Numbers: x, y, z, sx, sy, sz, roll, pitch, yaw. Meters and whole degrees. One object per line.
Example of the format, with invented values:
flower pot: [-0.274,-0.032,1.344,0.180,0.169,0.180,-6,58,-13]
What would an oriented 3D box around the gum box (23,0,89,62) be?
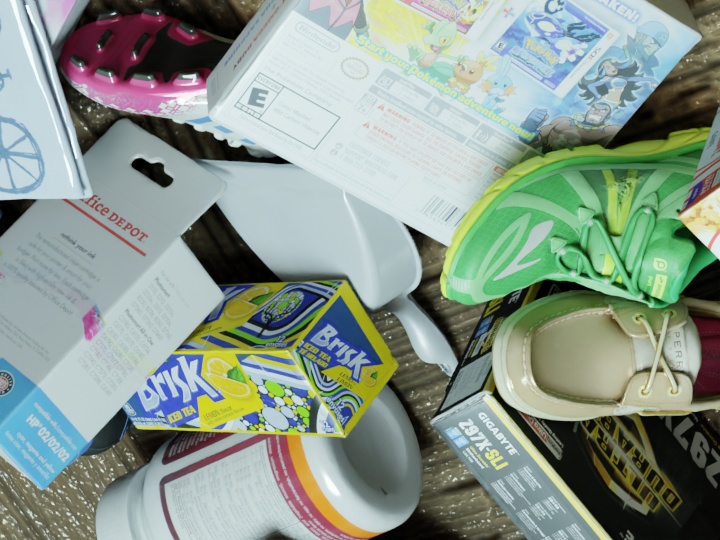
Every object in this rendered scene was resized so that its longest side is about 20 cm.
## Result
gum box: [-0.237,-0.142,1.327,0.113,0.066,0.200,33,128,-4]

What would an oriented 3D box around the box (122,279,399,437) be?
box: [-0.075,0.053,1.359,0.199,0.064,0.070,-3,128,47]

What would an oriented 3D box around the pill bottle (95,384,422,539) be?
pill bottle: [-0.067,0.141,1.429,0.199,0.110,0.110,-26,111,33]

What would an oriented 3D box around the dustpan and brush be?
dustpan and brush: [0.000,0.000,1.338,0.139,0.057,0.200,6,133,50]

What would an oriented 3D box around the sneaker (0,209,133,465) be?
sneaker: [-0.210,0.027,1.439,0.070,0.078,0.201,-28,88,36]

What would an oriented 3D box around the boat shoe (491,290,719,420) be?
boat shoe: [0.163,0.044,1.236,0.069,0.199,0.074,-10,85,53]

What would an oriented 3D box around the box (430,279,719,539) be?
box: [0.137,0.103,1.296,0.049,0.160,0.200,-30,108,33]

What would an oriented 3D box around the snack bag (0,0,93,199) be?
snack bag: [-0.267,-0.116,1.300,0.199,0.021,0.189,-3,123,20]

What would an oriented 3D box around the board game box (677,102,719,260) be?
board game box: [0.261,-0.009,1.178,0.200,0.152,0.046,44,127,-12]

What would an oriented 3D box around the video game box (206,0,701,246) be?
video game box: [0.048,-0.113,1.196,0.199,0.047,0.182,28,120,-25]

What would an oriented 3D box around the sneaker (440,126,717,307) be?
sneaker: [0.138,-0.021,1.202,0.199,0.084,0.074,-16,141,-14]

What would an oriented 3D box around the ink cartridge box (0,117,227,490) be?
ink cartridge box: [-0.165,0.017,1.336,0.115,0.200,0.068,33,164,40]

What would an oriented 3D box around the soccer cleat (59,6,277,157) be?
soccer cleat: [-0.079,-0.098,1.298,0.199,0.070,0.087,7,141,22]
